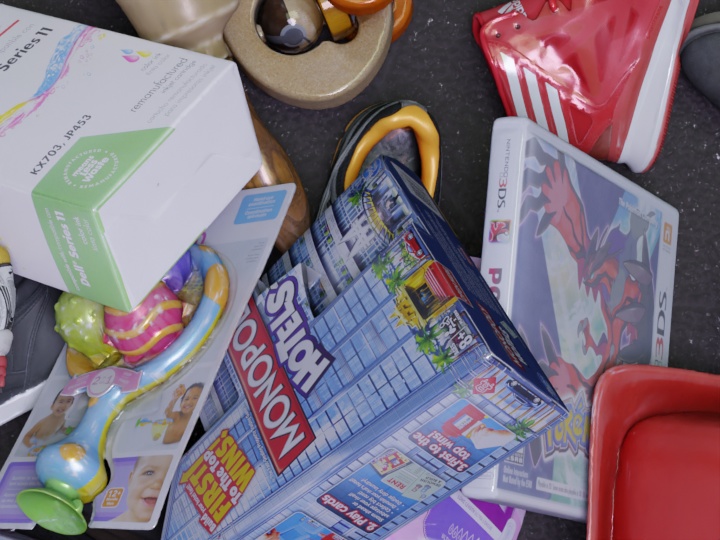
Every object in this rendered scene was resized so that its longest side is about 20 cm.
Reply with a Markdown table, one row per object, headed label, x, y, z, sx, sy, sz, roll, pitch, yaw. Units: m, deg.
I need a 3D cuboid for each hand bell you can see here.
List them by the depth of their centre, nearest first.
| label | x | y | z | sx | sy | sz | roll | pitch | yaw |
| --- | --- | --- | --- | --- | --- | --- | --- | --- | --- |
| hand bell | -0.071 | -0.096 | 0.973 | 0.103 | 0.104 | 0.202 | -27 | 103 | -11 |

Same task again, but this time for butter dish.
| label | x | y | z | sx | sy | sz | roll | pitch | yaw |
| --- | --- | --- | --- | --- | --- | --- | --- | --- | --- |
| butter dish | 0.220 | 0.152 | 0.957 | 0.199 | 0.147 | 0.202 | 11 | 79 | -38 |

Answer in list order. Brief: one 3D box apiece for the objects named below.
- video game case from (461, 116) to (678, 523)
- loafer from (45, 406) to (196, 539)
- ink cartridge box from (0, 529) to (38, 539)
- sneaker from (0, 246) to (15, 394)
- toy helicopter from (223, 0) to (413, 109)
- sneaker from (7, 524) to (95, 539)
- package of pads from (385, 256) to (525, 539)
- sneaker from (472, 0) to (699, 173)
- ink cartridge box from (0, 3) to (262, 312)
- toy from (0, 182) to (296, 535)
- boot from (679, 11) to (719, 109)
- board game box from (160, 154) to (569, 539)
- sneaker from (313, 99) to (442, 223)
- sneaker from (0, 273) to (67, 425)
| label | x | y | z | sx | sy | sz | roll | pitch | yaw |
| --- | --- | --- | --- | --- | --- | --- | --- | --- | --- |
| video game case | 0.113 | 0.035 | 0.975 | 0.023 | 0.199 | 0.184 | -1 | 78 | 32 |
| loafer | -0.081 | 0.131 | 0.986 | 0.199 | 0.071 | 0.073 | 34 | 63 | -17 |
| ink cartridge box | -0.205 | 0.224 | 0.929 | 0.118 | 0.042 | 0.202 | 12 | 86 | 29 |
| sneaker | -0.256 | 0.001 | 0.895 | 0.198 | 0.078 | 0.083 | 13 | 84 | 1 |
| toy helicopter | -0.074 | -0.161 | 1.039 | 0.199 | 0.079 | 0.133 | 38 | 87 | 10 |
| sneaker | -0.127 | 0.203 | 0.958 | 0.073 | 0.082 | 0.201 | -36 | 86 | -9 |
| package of pads | 0.034 | 0.102 | 0.961 | 0.075 | 0.121 | 0.201 | 10 | 65 | 35 |
| sneaker | 0.124 | -0.158 | 1.031 | 0.114 | 0.078 | 0.202 | 8 | 101 | -2 |
| ink cartridge box | -0.163 | -0.064 | 0.937 | 0.198 | 0.068 | 0.117 | 16 | 51 | 31 |
| toy | -0.116 | 0.030 | 0.914 | 0.047 | 0.114 | 0.201 | 49 | 48 | -40 |
| boot | 0.235 | -0.028 | 1.019 | 0.180 | 0.073 | 0.201 | 23 | 59 | -4 |
| board game box | -0.025 | 0.062 | 0.893 | 0.200 | 0.200 | 0.062 | -45 | 127 | 12 |
| sneaker | 0.000 | 0.000 | 1.011 | 0.077 | 0.077 | 0.202 | 11 | 81 | -8 |
| sneaker | -0.235 | 0.051 | 0.955 | 0.199 | 0.071 | 0.100 | -34 | 117 | -18 |
